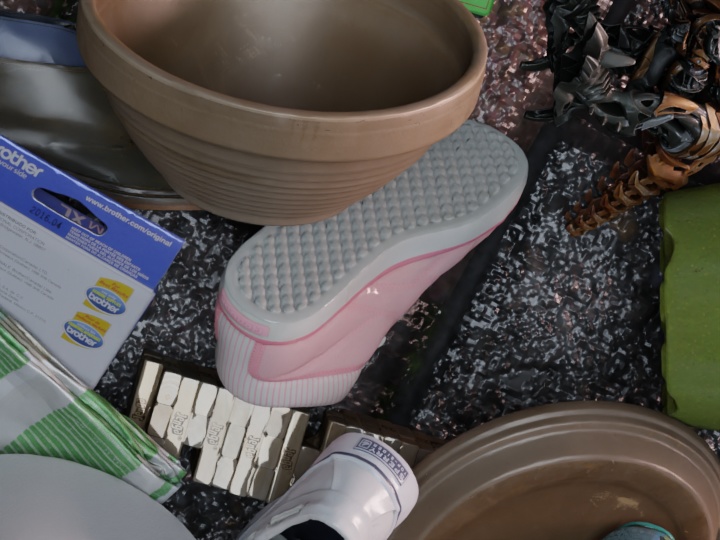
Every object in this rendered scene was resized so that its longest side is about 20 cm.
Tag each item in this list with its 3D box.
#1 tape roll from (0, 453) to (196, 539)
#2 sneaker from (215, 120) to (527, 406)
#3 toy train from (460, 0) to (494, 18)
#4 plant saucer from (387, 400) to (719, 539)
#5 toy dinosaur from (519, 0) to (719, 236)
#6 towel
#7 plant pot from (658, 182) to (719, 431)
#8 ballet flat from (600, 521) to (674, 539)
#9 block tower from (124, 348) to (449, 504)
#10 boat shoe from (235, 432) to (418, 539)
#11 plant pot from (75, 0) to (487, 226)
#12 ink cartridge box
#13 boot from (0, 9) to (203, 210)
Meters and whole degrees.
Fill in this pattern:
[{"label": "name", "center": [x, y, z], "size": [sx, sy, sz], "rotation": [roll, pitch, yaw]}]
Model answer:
[{"label": "tape roll", "center": [-0.174, 0.212, 1.385], "size": [0.203, 0.139, 0.203], "rotation": [3, 120, 6]}, {"label": "sneaker", "center": [0.000, 0.000, 1.437], "size": [0.075, 0.105, 0.200], "rotation": [41, 55, 21]}, {"label": "toy train", "center": [-0.017, -0.179, 1.437], "size": [0.200, 0.042, 0.056], "rotation": [15, 106, -8]}, {"label": "plant saucer", "center": [0.100, 0.149, 1.445], "size": [0.200, 0.029, 0.200], "rotation": [-8, 133, -9]}, {"label": "toy dinosaur", "center": [0.161, -0.095, 1.424], "size": [0.136, 0.102, 0.200], "rotation": [22, 102, -17]}, {"label": "towel", "center": [-0.209, 0.084, 1.411], "size": [0.200, 0.023, 0.153], "rotation": [42, 116, -15]}, {"label": "plant pot", "center": [0.250, 0.018, 1.433], "size": [0.190, 0.200, 0.200], "rotation": [-1, 98, 7]}, {"label": "ballet flat", "center": [0.117, 0.220, 1.446], "size": [0.074, 0.074, 0.200], "rotation": [10, 127, -7]}, {"label": "block tower", "center": [-0.026, 0.099, 1.465], "size": [0.200, 0.054, 0.058], "rotation": [16, 96, -7]}, {"label": "boat shoe", "center": [-0.037, 0.154, 1.409], "size": [0.074, 0.200, 0.065], "rotation": [35, 50, 7]}, {"label": "plant pot", "center": [-0.043, -0.086, 1.354], "size": [0.201, 0.201, 0.093], "rotation": [6, 122, -7]}, {"label": "ink cartridge box", "center": [-0.184, 0.022, 1.408], "size": [0.119, 0.042, 0.200], "rotation": [30, 120, -10]}, {"label": "boot", "center": [-0.128, -0.083, 1.419], "size": [0.200, 0.075, 0.097], "rotation": [3, 100, -5]}]
